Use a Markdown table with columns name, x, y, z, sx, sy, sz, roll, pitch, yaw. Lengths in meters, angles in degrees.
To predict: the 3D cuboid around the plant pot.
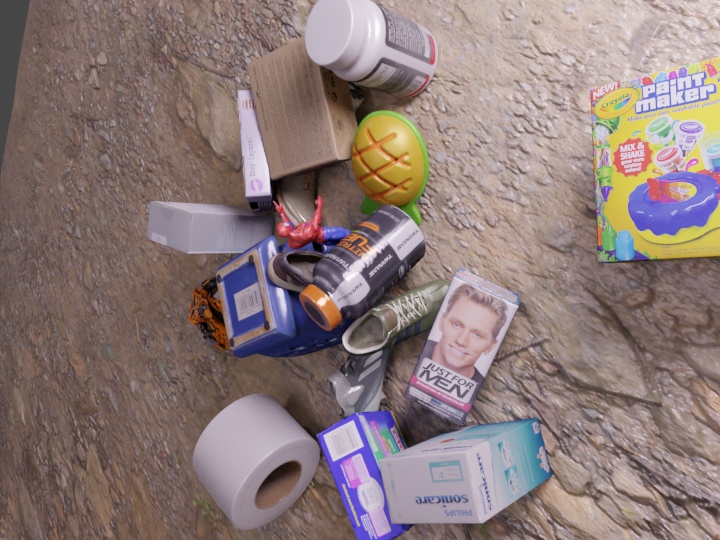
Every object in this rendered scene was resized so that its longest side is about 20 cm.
| name | x | y | z | sx | sy | sz | roll | pitch | yaw |
| --- | --- | --- | --- | --- | --- | --- | --- | --- | --- |
| plant pot | -0.138 | 0.049 | 1.046 | 0.199 | 0.178 | 0.203 | -24 | 75 | 41 |

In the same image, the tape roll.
| name | x | y | z | sx | sy | sz | roll | pitch | yaw |
| --- | --- | --- | --- | --- | --- | --- | --- | --- | --- |
| tape roll | -0.192 | 0.354 | 1.093 | 0.138 | 0.201 | 0.205 | 34 | 113 | 35 |

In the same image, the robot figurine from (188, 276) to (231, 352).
| name | x | y | z | sx | sy | sz | roll | pitch | yaw |
| --- | --- | --- | --- | --- | --- | --- | --- | --- | --- |
| robot figurine | -0.314 | 0.099 | 1.289 | 0.198 | 0.058 | 0.147 | 22 | 105 | 39 |

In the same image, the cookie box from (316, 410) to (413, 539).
| name | x | y | z | sx | sy | sz | roll | pitch | yaw |
| --- | --- | --- | --- | --- | --- | --- | --- | --- | --- |
| cookie box | 0.028 | 0.308 | 0.889 | 0.074 | 0.200 | 0.173 | -28 | 71 | 10 |

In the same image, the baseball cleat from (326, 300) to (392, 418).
| name | x | y | z | sx | sy | sz | roll | pitch | yaw |
| --- | --- | --- | --- | --- | --- | --- | --- | --- | --- |
| baseball cleat | -0.001 | 0.151 | 0.974 | 0.069 | 0.105 | 0.204 | 11 | 98 | 63 |

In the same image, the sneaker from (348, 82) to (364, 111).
| name | x | y | z | sx | sy | sz | roll | pitch | yaw |
| --- | --- | --- | --- | --- | --- | --- | --- | --- | --- |
| sneaker | -0.082 | -0.326 | 1.053 | 0.200 | 0.078 | 0.091 | 48 | 124 | 30 |

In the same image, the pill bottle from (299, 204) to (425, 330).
| name | x | y | z | sx | sy | sz | roll | pitch | yaw |
| --- | --- | --- | --- | --- | --- | --- | --- | --- | --- |
| pill bottle | 0.000 | 0.000 | 0.885 | 0.106 | 0.200 | 0.107 | 38 | 157 | 20 |

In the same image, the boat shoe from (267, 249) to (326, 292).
| name | x | y | z | sx | sy | sz | roll | pitch | yaw |
| --- | --- | --- | --- | --- | --- | --- | --- | --- | --- |
| boat shoe | -0.051 | 0.011 | 0.954 | 0.065 | 0.197 | 0.073 | -21 | 57 | 59 |

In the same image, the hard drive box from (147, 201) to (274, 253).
| name | x | y | z | sx | sy | sz | roll | pitch | yaw |
| --- | --- | --- | --- | --- | --- | --- | --- | --- | --- |
| hard drive box | -0.299 | -0.087 | 1.174 | 0.154 | 0.198 | 0.078 | 17 | 102 | 41 |

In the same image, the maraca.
| name | x | y | z | sx | sy | sz | roll | pitch | yaw |
| --- | --- | --- | --- | --- | --- | --- | --- | --- | --- |
| maraca | 0.046 | -0.152 | 0.928 | 0.135 | 0.107 | 0.203 | 17 | 127 | 29 |

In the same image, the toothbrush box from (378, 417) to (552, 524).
| name | x | y | z | sx | sy | sz | roll | pitch | yaw |
| --- | --- | --- | --- | --- | --- | --- | --- | --- | --- |
| toothbrush box | 0.144 | 0.267 | 0.787 | 0.145 | 0.198 | 0.087 | -21 | 78 | 41 |

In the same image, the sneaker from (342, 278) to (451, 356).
| name | x | y | z | sx | sy | sz | roll | pitch | yaw |
| --- | --- | --- | --- | --- | --- | --- | --- | --- | --- |
| sneaker | 0.057 | 0.076 | 0.890 | 0.198 | 0.090 | 0.068 | -31 | 76 | 15 |

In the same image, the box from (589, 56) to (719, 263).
| name | x | y | z | sx | sy | sz | roll | pitch | yaw |
| --- | --- | --- | --- | --- | --- | --- | --- | --- | --- |
| box | 0.367 | -0.110 | 0.624 | 0.198 | 0.121 | 0.196 | -4 | 88 | 42 |

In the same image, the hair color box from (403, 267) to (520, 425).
| name | x | y | z | sx | sy | sz | roll | pitch | yaw |
| --- | --- | --- | --- | --- | --- | --- | --- | --- | --- |
| hair color box | 0.145 | 0.111 | 0.851 | 0.099 | 0.060 | 0.203 | 24 | 109 | 12 |

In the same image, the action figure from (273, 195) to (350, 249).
| name | x | y | z | sx | sy | sz | roll | pitch | yaw |
| --- | --- | --- | --- | --- | --- | --- | --- | --- | --- |
| action figure | -0.065 | -0.080 | 0.963 | 0.065 | 0.198 | 0.100 | -31 | 70 | 37 |

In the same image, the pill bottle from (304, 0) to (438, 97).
| name | x | y | z | sx | sy | sz | roll | pitch | yaw |
| --- | --- | --- | --- | --- | --- | --- | --- | --- | --- |
| pill bottle | 0.018 | -0.335 | 0.878 | 0.113 | 0.198 | 0.116 | 2 | 92 | 41 |

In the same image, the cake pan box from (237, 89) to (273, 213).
| name | x | y | z | sx | sy | sz | roll | pitch | yaw |
| --- | --- | --- | --- | --- | --- | --- | --- | --- | --- |
| cake pan box | -0.197 | -0.214 | 1.110 | 0.184 | 0.051 | 0.204 | 137 | 128 | -83 |

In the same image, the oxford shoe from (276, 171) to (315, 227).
| name | x | y | z | sx | sy | sz | roll | pitch | yaw |
| --- | --- | --- | --- | --- | --- | --- | --- | --- | --- |
| oxford shoe | -0.115 | -0.166 | 1.094 | 0.073 | 0.070 | 0.203 | -27 | 75 | 33 |

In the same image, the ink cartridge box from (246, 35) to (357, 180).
| name | x | y | z | sx | sy | sz | roll | pitch | yaw |
| --- | --- | --- | --- | --- | --- | --- | --- | --- | --- |
| ink cartridge box | -0.095 | -0.271 | 0.987 | 0.163 | 0.075 | 0.204 | -6 | 99 | 39 |
